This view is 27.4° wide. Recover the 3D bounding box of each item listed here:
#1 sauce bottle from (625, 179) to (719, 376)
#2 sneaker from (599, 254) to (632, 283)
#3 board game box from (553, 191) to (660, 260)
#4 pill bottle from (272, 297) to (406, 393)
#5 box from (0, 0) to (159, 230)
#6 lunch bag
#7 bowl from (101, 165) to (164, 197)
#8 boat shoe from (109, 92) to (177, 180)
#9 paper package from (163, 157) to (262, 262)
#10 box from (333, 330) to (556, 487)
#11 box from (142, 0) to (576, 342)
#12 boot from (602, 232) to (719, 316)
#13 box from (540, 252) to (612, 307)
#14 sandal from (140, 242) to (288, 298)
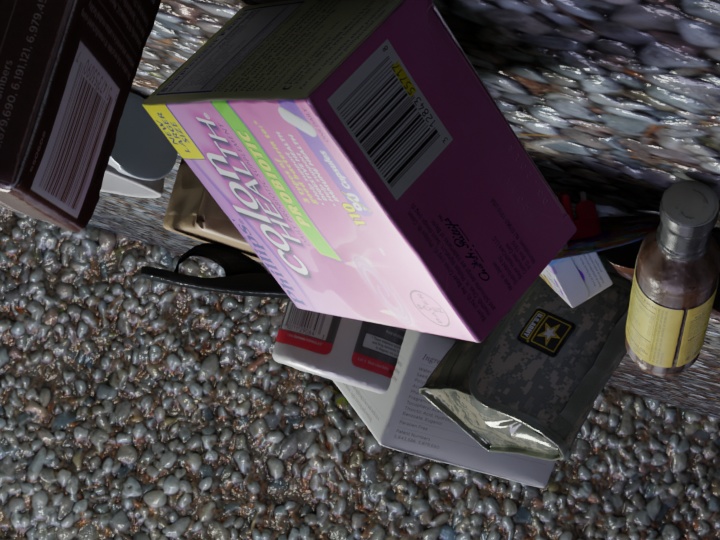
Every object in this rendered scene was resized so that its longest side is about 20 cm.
[{"bbox_3d":[0.236,0.007,1.101,0.064,0.065,0.201,15,149,12],"label":"sauce bottle"},{"bbox_3d":[0.244,0.029,1.522,0.117,0.074,0.200,6,160,30],"label":"sneaker"},{"bbox_3d":[0.146,-0.043,1.171,0.157,0.039,0.199,-18,-168,-38],"label":"board game box"},{"bbox_3d":[0.000,0.000,1.318,0.110,0.202,0.111,17,175,2],"label":"pill bottle"},{"bbox_3d":[-0.224,-0.134,0.754,0.198,0.166,0.166,17,176,2],"label":"box"},{"bbox_3d":[0.167,0.080,1.350,0.117,0.164,0.200,41,164,-15],"label":"lunch bag"},{"bbox_3d":[-0.308,-0.141,1.520,0.199,0.075,0.199,20,174,-36],"label":"bowl"},{"bbox_3d":[-0.264,-0.149,1.377,0.090,0.071,0.200,13,167,45],"label":"boat shoe"},{"bbox_3d":[-0.082,-0.061,1.489,0.199,0.104,0.190,18,176,-19],"label":"paper package"},{"bbox_3d":[0.099,0.112,1.548,0.199,0.132,0.199,17,-169,-19],"label":"box"},{"bbox_3d":[-0.005,-0.063,0.867,0.199,0.097,0.176,10,141,56],"label":"box"},{"bbox_3d":[0.313,0.016,1.259,0.185,0.065,0.200,24,178,29],"label":"boot"},{"bbox_3d":[0.168,-0.012,1.244,0.042,0.039,0.200,59,-178,-10],"label":"box"},{"bbox_3d":[-0.121,0.000,1.492,0.198,0.048,0.075,5,175,-4],"label":"sandal"}]
